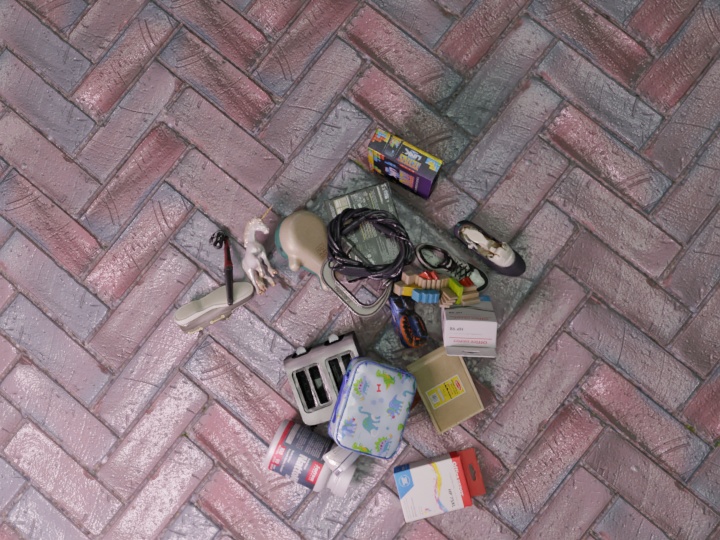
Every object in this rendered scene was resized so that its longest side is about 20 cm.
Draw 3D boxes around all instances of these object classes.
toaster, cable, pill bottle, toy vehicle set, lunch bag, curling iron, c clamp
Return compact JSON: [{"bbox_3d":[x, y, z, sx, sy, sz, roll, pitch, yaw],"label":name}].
[{"bbox_3d":[-0.070,0.258,1.579,0.180,0.119,0.201,-20,85,2],"label":"toaster"},{"bbox_3d":[0.023,-0.063,1.535,0.198,0.051,0.164,4,73,2],"label":"cable"},{"bbox_3d":[-0.111,0.439,1.565,0.199,0.120,0.120,24,87,5],"label":"pill bottle"},{"bbox_3d":[0.196,0.271,1.555,0.124,0.027,0.201,-28,116,-4],"label":"toy vehicle set"},{"bbox_3d":[0.024,0.294,1.469,0.160,0.082,0.201,18,86,-15],"label":"lunch bag"},{"bbox_3d":[-0.329,-0.006,1.632,0.049,0.026,0.201,-7,66,-18],"label":"curling iron"},{"bbox_3d":[0.000,0.000,1.555,0.171,0.027,0.200,-40,84,1],"label":"c clamp"}]

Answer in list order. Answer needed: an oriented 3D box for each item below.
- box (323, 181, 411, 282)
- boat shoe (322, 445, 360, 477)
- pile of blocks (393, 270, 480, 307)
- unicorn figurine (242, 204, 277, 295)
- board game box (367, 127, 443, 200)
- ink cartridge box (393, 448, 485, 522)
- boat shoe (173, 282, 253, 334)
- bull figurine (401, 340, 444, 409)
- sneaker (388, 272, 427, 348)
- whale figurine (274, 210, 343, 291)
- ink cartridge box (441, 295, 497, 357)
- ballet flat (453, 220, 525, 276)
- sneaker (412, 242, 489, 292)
[{"bbox_3d":[0.018,-0.089,1.617,0.163,0.086,0.201,-18,85,2],"label":"box"},{"bbox_3d":[-0.017,0.383,1.541,0.070,0.200,0.071,44,131,8],"label":"boat shoe"},{"bbox_3d":[0.176,0.036,1.545,0.198,0.082,0.063,4,119,-1],"label":"pile of blocks"},{"bbox_3d":[-0.241,-0.034,1.589,0.074,0.200,0.138,-13,61,-40],"label":"unicorn figurine"},{"bbox_3d":[0.100,-0.241,1.568,0.165,0.200,0.057,30,86,6],"label":"board game box"},{"bbox_3d":[0.185,0.495,1.570,0.199,0.067,0.117,-16,85,1],"label":"ink cartridge box"},{"bbox_3d":[-0.347,0.091,1.637,0.201,0.072,0.061,-24,129,-6],"label":"boat shoe"},{"bbox_3d":[0.134,0.243,1.579,0.121,0.065,0.201,32,95,-32],"label":"bull figurine"},{"bbox_3d":[0.096,0.095,1.606,0.075,0.078,0.201,-3,67,-21],"label":"sneaker"},{"bbox_3d":[-0.125,-0.044,1.624,0.200,0.103,0.159,55,52,-14],"label":"whale figurine"},{"bbox_3d":[0.244,0.121,1.527,0.115,0.200,0.067,2,110,3],"label":"ink cartridge box"},{"bbox_3d":[0.307,-0.052,1.607,0.200,0.073,0.073,36,88,5],"label":"ballet flat"},{"bbox_3d":[0.212,-0.003,1.600,0.199,0.088,0.076,25,85,3],"label":"sneaker"}]
